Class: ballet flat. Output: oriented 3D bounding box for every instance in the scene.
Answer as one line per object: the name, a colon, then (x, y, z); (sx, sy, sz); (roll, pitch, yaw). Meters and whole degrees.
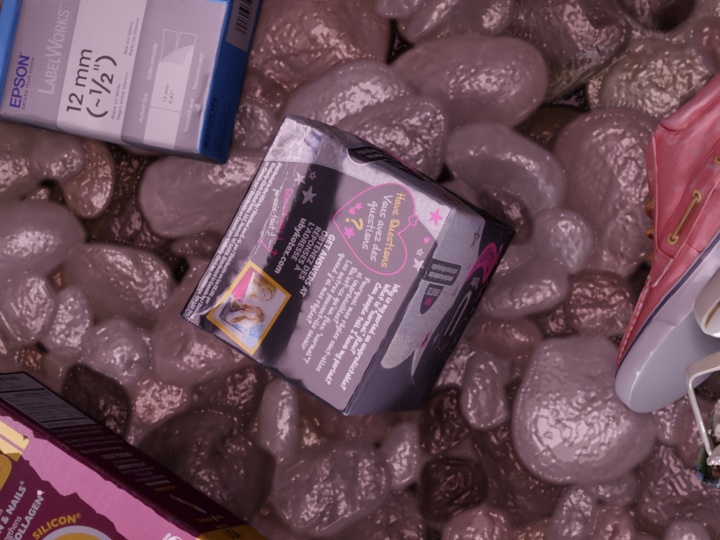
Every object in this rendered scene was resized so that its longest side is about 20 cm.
ballet flat: (0.216, 0.042, 1.365); (0.074, 0.074, 0.202); (6, 119, 14)

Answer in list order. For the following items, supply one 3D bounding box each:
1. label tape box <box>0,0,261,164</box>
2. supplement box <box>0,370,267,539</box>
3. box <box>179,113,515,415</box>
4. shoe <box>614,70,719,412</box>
label tape box: (-0.168, -0.156, 1.514); (0.198, 0.066, 0.145); (12, 90, 12)
supplement box: (-0.177, 0.166, 1.479); (0.199, 0.103, 0.132); (31, 96, 14)
box: (0.000, 0.000, 1.395); (0.114, 0.200, 0.133); (30, 94, 12)
shoe: (0.194, -0.020, 1.422); (0.091, 0.071, 0.201); (47, 114, 37)
